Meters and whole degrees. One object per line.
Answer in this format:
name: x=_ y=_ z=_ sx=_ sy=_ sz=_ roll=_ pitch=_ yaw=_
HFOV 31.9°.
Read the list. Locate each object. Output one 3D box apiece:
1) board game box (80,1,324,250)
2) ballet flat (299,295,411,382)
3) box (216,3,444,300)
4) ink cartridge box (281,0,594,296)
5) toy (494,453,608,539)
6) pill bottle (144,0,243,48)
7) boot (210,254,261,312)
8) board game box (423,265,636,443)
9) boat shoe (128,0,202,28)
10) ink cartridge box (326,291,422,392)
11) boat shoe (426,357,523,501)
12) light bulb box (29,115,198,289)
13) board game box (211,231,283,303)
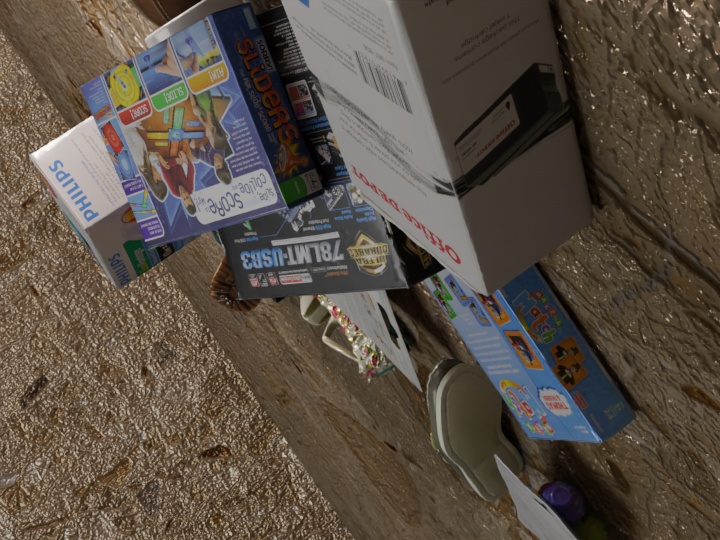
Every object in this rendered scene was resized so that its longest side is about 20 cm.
board game box: x=-0.117 y=-0.094 z=0.887 sx=0.200 sy=0.034 sz=0.136 roll=-10 pitch=104 yaw=53
ballet flat: x=-0.025 y=0.043 z=1.324 sx=0.200 sy=0.064 sz=0.076 roll=45 pitch=-174 yaw=41
box: x=-0.046 y=-0.081 z=0.878 sx=0.200 sy=0.050 sz=0.199 roll=-6 pitch=108 yaw=51
ink cartridge box: x=0.035 y=-0.106 z=0.667 sx=0.145 sy=0.084 sz=0.200 roll=44 pitch=163 yaw=44
toy: x=0.177 y=0.217 z=1.083 sx=0.115 sy=0.047 sz=0.200 roll=45 pitch=168 yaw=27
pill bottle: x=-0.085 y=-0.123 z=1.016 sx=0.200 sy=0.112 sz=0.112 roll=57 pitch=168 yaw=-14
boot: x=-0.101 y=-0.046 z=1.370 sx=0.075 sy=0.107 sz=0.200 roll=30 pitch=142 yaw=-10
board game box: x=0.100 y=0.031 z=0.897 sx=0.200 sy=0.037 sz=0.151 roll=57 pitch=167 yaw=-1
boat shoe: x=-0.166 y=-0.269 z=1.000 sx=0.074 sy=0.076 sz=0.200 roll=36 pitch=159 yaw=46
ink cartridge box: x=0.000 y=0.000 z=1.184 sx=0.200 sy=0.057 sz=0.163 roll=38 pitch=159 yaw=41
boat shoe: x=0.092 y=0.138 z=1.136 sx=0.060 sy=0.072 sz=0.202 roll=39 pitch=164 yaw=39
light bulb box: x=-0.261 y=-0.108 z=1.522 sx=0.125 sy=0.200 sz=0.198 roll=51 pitch=168 yaw=18
board game box: x=-0.174 y=-0.053 z=1.743 sx=0.200 sy=0.028 sz=0.135 roll=42 pitch=162 yaw=48
